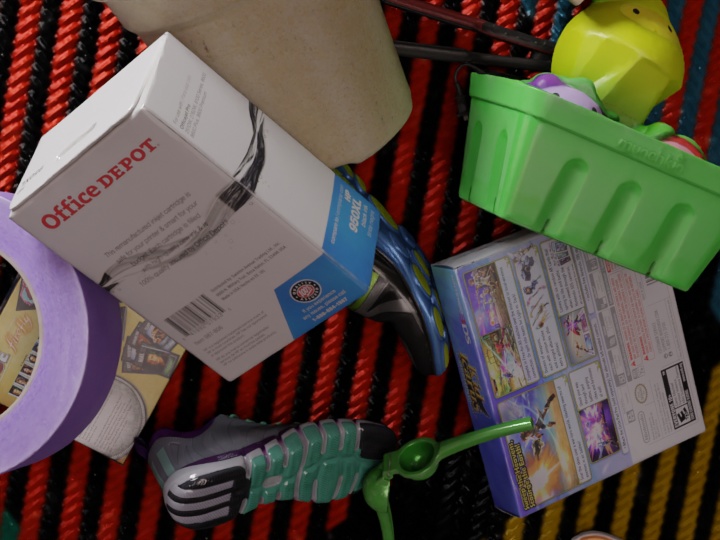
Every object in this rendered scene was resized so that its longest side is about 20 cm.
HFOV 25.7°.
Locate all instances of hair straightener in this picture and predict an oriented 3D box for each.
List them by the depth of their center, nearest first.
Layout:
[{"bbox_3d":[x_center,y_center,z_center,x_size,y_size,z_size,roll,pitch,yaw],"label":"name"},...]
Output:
[{"bbox_3d":[0.091,-0.150,1.189,0.198,0.041,0.078,13,97,-17],"label":"hair straightener"}]

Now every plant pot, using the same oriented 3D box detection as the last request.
[{"bbox_3d":[-0.060,-0.163,1.089,0.199,0.201,0.184,-30,115,-4],"label":"plant pot"}]

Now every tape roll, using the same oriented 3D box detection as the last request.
[{"bbox_3d":[-0.271,0.043,1.092,0.198,0.085,0.202,0,89,7],"label":"tape roll"}]

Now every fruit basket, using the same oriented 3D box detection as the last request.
[{"bbox_3d":[0.183,-0.113,1.124,0.214,0.155,0.218,-3,103,-15],"label":"fruit basket"}]

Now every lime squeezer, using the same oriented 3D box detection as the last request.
[{"bbox_3d":[0.045,0.160,1.181,0.070,0.038,0.200,36,125,-3],"label":"lime squeezer"}]

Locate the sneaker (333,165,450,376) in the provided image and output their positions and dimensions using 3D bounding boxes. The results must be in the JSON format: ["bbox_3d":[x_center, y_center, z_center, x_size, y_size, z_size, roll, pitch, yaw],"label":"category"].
[{"bbox_3d":[0.000,0.000,1.185,0.082,0.071,0.200,-34,107,19],"label":"sneaker"}]

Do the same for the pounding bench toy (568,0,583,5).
[{"bbox_3d":[0.118,-0.256,1.124,0.156,0.124,0.200,40,102,-15],"label":"pounding bench toy"}]

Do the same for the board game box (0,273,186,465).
[{"bbox_3d":[-0.186,0.023,1.162,0.135,0.035,0.201,29,93,-14],"label":"board game box"}]

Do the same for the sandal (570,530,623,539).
[{"bbox_3d":[0.252,0.282,1.276,0.206,0.059,0.080,28,94,-14],"label":"sandal"}]

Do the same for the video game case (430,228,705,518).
[{"bbox_3d":[0.162,0.061,1.208,0.180,0.045,0.202,-21,103,-23],"label":"video game case"}]

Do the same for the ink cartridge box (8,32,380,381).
[{"bbox_3d":[-0.107,-0.038,1.044,0.144,0.085,0.200,-32,121,33],"label":"ink cartridge box"}]

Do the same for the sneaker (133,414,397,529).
[{"bbox_3d":[-0.068,0.129,1.186,0.199,0.088,0.075,-6,127,-35],"label":"sneaker"}]
